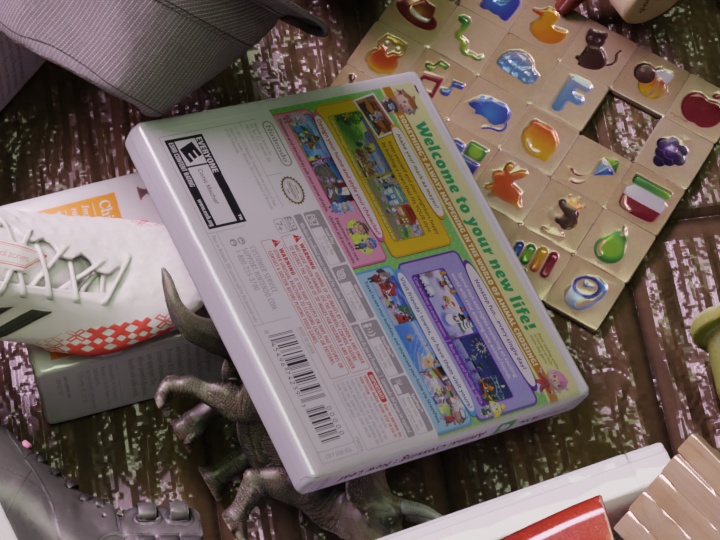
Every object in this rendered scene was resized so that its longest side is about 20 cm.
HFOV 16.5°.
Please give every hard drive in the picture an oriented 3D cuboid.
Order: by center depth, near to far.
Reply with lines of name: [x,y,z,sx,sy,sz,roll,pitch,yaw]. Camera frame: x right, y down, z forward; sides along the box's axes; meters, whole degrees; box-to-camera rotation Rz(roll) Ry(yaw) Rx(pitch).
hard drive: [0.049,0.145,1.198,0.200,0.132,0.027,-18,68,-10]

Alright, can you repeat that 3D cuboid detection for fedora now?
fedora: [-0.118,-0.135,1.229,0.200,0.177,0.090,38,98,44]

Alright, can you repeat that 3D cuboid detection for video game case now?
video game case: [0.000,0.000,1.230,0.182,0.022,0.200,-14,68,-38]

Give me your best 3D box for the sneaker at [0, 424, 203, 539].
sneaker: [-0.139,0.125,1.241,0.099,0.071,0.200,-26,72,-17]

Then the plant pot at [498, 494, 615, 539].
plant pot: [0.061,0.244,1.130,0.176,0.200,0.200,-17,66,4]

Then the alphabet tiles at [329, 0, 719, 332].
alphabet tiles: [0.085,-0.079,1.372,0.200,0.008,0.167,30,68,12]

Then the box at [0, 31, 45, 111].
box: [-0.278,-0.122,1.326,0.152,0.106,0.200,34,68,12]

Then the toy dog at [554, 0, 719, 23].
toy dog: [0.179,-0.190,1.392,0.200,0.096,0.132,-3,63,-24]

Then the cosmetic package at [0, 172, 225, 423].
cosmetic package: [-0.081,0.000,1.295,0.200,0.071,0.101,-15,66,-9]

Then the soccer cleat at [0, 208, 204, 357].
soccer cleat: [-0.168,0.001,1.207,0.200,0.085,0.069,-1,65,-1]

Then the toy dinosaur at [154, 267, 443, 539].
toy dinosaur: [-0.041,0.070,1.240,0.102,0.077,0.200,-29,106,-4]

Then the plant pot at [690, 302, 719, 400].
plant pot: [0.265,0.111,1.203,0.200,0.200,0.184,-1,76,-2]

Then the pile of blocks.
pile of blocks: [0.214,0.138,1.102,0.200,0.062,0.082,17,85,34]
